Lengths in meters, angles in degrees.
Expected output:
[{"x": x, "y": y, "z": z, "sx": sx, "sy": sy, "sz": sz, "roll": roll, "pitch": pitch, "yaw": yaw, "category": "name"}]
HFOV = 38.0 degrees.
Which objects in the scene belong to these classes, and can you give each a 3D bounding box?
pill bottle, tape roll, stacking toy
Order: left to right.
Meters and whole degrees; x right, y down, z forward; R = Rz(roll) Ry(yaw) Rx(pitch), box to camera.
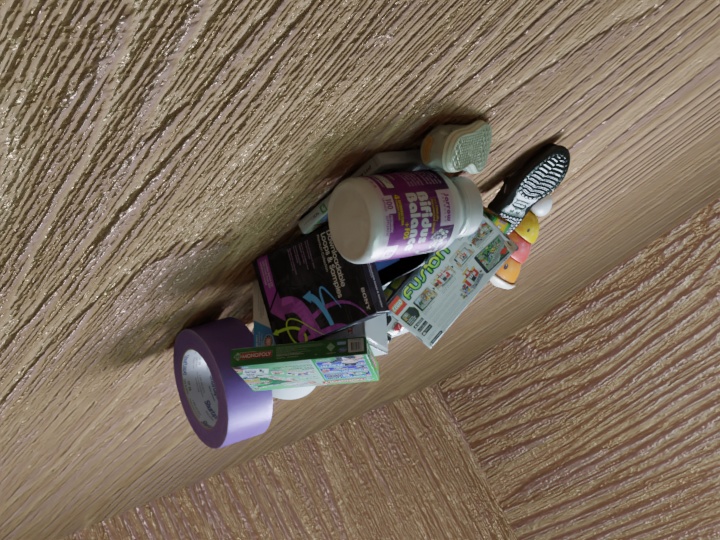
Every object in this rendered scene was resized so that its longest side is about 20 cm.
[{"x": -0.227, "y": 0.183, "z": 1.711, "sx": 0.084, "sy": 0.202, "sz": 0.200, "roll": -14, "pitch": 162, "yaw": -33, "category": "tape roll"}, {"x": 0.065, "y": -0.076, "z": 1.394, "sx": 0.198, "sy": 0.113, "sz": 0.112, "roll": -10, "pitch": 160, "yaw": -35, "category": "pill bottle"}, {"x": 0.295, "y": -0.079, "z": 2.029, "sx": 0.201, "sy": 0.146, "sz": 0.146, "roll": -51, "pitch": 161, "yaw": 15, "category": "stacking toy"}]

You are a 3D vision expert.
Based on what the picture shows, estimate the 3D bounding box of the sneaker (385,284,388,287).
[{"x": 0.000, "y": 0.000, "z": 1.748, "sx": 0.198, "sy": 0.082, "sz": 0.074, "roll": 8, "pitch": 127, "yaw": -18, "category": "sneaker"}]

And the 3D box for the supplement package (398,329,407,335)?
[{"x": 0.039, "y": 0.071, "z": 2.032, "sx": 0.199, "sy": 0.110, "sz": 0.114, "roll": -17, "pitch": 163, "yaw": -38, "category": "supplement package"}]

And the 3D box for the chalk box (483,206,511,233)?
[{"x": 0.122, "y": -0.025, "z": 1.629, "sx": 0.201, "sy": 0.123, "sz": 0.125, "roll": -60, "pitch": 160, "yaw": 9, "category": "chalk box"}]

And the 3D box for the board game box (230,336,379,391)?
[{"x": -0.079, "y": 0.140, "z": 1.541, "sx": 0.197, "sy": 0.029, "sz": 0.135, "roll": -6, "pitch": 158, "yaw": 6, "category": "board game box"}]

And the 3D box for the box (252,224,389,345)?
[{"x": -0.060, "y": 0.021, "z": 1.492, "sx": 0.199, "sy": 0.145, "sz": 0.036, "roll": -24, "pitch": 169, "yaw": 35, "category": "box"}]

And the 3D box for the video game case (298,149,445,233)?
[{"x": 0.032, "y": -0.117, "z": 1.492, "sx": 0.199, "sy": 0.022, "sz": 0.182, "roll": -14, "pitch": 161, "yaw": -50, "category": "video game case"}]

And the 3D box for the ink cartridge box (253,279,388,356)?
[{"x": -0.061, "y": 0.070, "z": 1.605, "sx": 0.198, "sy": 0.146, "sz": 0.084, "roll": -15, "pitch": 155, "yaw": 27, "category": "ink cartridge box"}]

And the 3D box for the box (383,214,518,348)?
[{"x": 0.127, "y": 0.004, "z": 1.530, "sx": 0.200, "sy": 0.110, "sz": 0.035, "roll": -49, "pitch": -154, "yaw": 3, "category": "box"}]

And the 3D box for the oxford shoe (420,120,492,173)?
[{"x": 0.135, "y": -0.170, "z": 1.434, "sx": 0.057, "sy": 0.076, "sz": 0.200, "roll": 12, "pitch": -166, "yaw": 23, "category": "oxford shoe"}]

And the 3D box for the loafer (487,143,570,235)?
[{"x": 0.276, "y": -0.149, "z": 1.792, "sx": 0.073, "sy": 0.072, "sz": 0.200, "roll": 22, "pitch": 124, "yaw": -33, "category": "loafer"}]

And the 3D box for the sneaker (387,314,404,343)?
[{"x": 0.030, "y": 0.078, "z": 1.790, "sx": 0.199, "sy": 0.083, "sz": 0.081, "roll": -25, "pitch": 123, "yaw": -29, "category": "sneaker"}]

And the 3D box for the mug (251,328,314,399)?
[{"x": -0.089, "y": 0.115, "z": 1.819, "sx": 0.198, "sy": 0.149, "sz": 0.176, "roll": 2, "pitch": 140, "yaw": -25, "category": "mug"}]

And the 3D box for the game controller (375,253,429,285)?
[{"x": 0.001, "y": -0.021, "z": 1.508, "sx": 0.199, "sy": 0.105, "sz": 0.042, "roll": -27, "pitch": -175, "yaw": 21, "category": "game controller"}]
